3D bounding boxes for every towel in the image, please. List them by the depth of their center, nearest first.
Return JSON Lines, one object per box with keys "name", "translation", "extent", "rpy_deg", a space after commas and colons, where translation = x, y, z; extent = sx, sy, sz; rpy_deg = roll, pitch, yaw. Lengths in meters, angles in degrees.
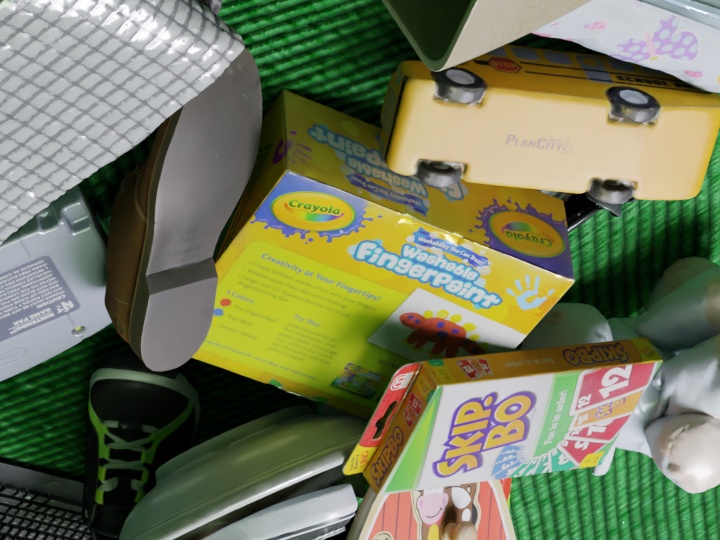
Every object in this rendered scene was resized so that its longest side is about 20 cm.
{"name": "towel", "translation": [-0.185, -0.109, 1.492], "extent": [0.200, 0.086, 0.165], "rpy_deg": [-37, 146, 19]}

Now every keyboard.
{"name": "keyboard", "translation": [-0.243, 0.177, 1.923], "extent": [0.127, 0.021, 0.200], "rpy_deg": [-41, 142, 26]}

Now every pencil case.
{"name": "pencil case", "translation": [0.148, -0.157, 1.605], "extent": [0.199, 0.091, 0.083], "rpy_deg": [12, 108, -38]}

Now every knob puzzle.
{"name": "knob puzzle", "translation": [0.051, 0.196, 1.832], "extent": [0.030, 0.221, 0.219], "rpy_deg": [7, 166, 38]}

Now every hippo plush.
{"name": "hippo plush", "translation": [0.161, 0.050, 1.906], "extent": [0.160, 0.160, 0.200], "rpy_deg": [18, 175, -23]}

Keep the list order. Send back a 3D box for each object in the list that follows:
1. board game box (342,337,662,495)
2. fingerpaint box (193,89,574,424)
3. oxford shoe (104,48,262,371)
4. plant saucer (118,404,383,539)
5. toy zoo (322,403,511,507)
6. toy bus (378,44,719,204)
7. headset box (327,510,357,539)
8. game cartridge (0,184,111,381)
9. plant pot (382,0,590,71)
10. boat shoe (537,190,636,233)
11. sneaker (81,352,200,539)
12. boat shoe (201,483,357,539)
{"name": "board game box", "translation": [0.087, 0.089, 1.750], "extent": [0.199, 0.030, 0.096], "rpy_deg": [-2, 134, -35]}
{"name": "fingerpaint box", "translation": [0.000, 0.000, 1.719], "extent": [0.199, 0.074, 0.167], "rpy_deg": [20, 131, -23]}
{"name": "oxford shoe", "translation": [-0.111, -0.045, 1.631], "extent": [0.071, 0.071, 0.201], "rpy_deg": [-5, 123, -42]}
{"name": "plant saucer", "translation": [-0.072, 0.127, 1.796], "extent": [0.199, 0.050, 0.200], "rpy_deg": [-25, 173, -3]}
{"name": "toy zoo", "translation": [0.038, 0.116, 1.914], "extent": [0.131, 0.021, 0.200], "rpy_deg": [18, 153, 10]}
{"name": "toy bus", "translation": [0.109, -0.089, 1.665], "extent": [0.199, 0.078, 0.065], "rpy_deg": [5, 120, -16]}
{"name": "headset box", "translation": [-0.024, 0.218, 1.934], "extent": [0.199, 0.093, 0.174], "rpy_deg": [-1, -176, 39]}
{"name": "game cartridge", "translation": [-0.238, 0.024, 1.693], "extent": [0.199, 0.041, 0.133], "rpy_deg": [-22, 144, 1]}
{"name": "plant pot", "translation": [0.091, -0.245, 1.371], "extent": [0.176, 0.200, 0.200], "rpy_deg": [-14, 148, -33]}
{"name": "boat shoe", "translation": [0.137, -0.055, 1.768], "extent": [0.199, 0.066, 0.074], "rpy_deg": [-33, 148, 17]}
{"name": "sneaker", "translation": [-0.143, 0.132, 1.841], "extent": [0.071, 0.083, 0.200], "rpy_deg": [7, 144, 1]}
{"name": "boat shoe", "translation": [-0.074, 0.196, 1.812], "extent": [0.199, 0.068, 0.074], "rpy_deg": [-28, 172, 27]}
